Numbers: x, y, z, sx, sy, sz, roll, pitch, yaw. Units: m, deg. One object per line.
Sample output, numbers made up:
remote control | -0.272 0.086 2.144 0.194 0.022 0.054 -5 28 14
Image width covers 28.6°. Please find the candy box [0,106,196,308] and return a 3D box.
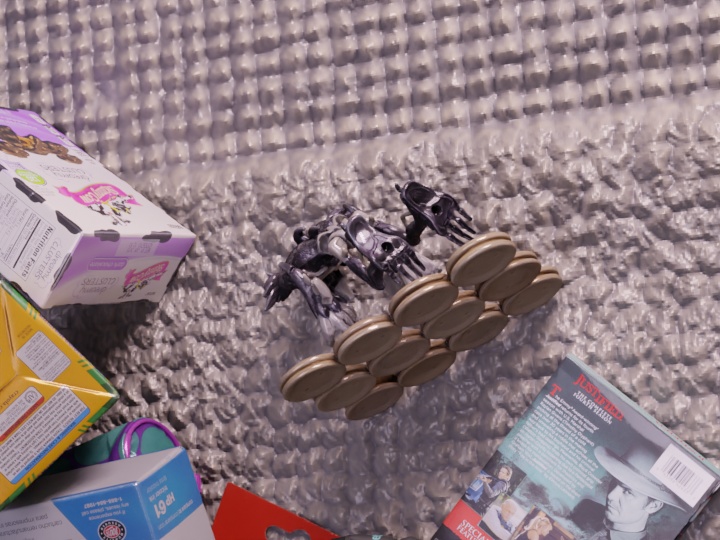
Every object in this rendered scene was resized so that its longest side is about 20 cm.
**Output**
candy box | -0.259 -0.055 1.140 0.200 0.168 0.072 36 104 19

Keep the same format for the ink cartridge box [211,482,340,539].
ink cartridge box | -0.084 0.294 1.123 0.162 0.057 0.201 22 102 22

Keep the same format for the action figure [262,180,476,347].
action figure | 0.000 0.000 1.053 0.119 0.200 0.102 -42 99 -25

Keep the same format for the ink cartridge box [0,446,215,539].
ink cartridge box | -0.180 0.252 1.071 0.144 0.085 0.201 -15 99 21

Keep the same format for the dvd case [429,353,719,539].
dvd case | 0.151 0.184 1.042 0.146 0.022 0.200 38 104 19

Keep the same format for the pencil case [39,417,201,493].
pencil case | -0.237 0.197 1.169 0.200 0.092 0.085 -28 41 22

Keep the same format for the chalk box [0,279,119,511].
chalk box | -0.272 0.092 1.084 0.125 0.200 0.124 -45 96 -9

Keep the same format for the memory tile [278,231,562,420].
memory tile | 0.045 0.044 1.020 0.200 0.153 0.017 -36 64 16

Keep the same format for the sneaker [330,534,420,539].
sneaker | 0.003 0.294 1.065 0.079 0.075 0.201 7 92 13
